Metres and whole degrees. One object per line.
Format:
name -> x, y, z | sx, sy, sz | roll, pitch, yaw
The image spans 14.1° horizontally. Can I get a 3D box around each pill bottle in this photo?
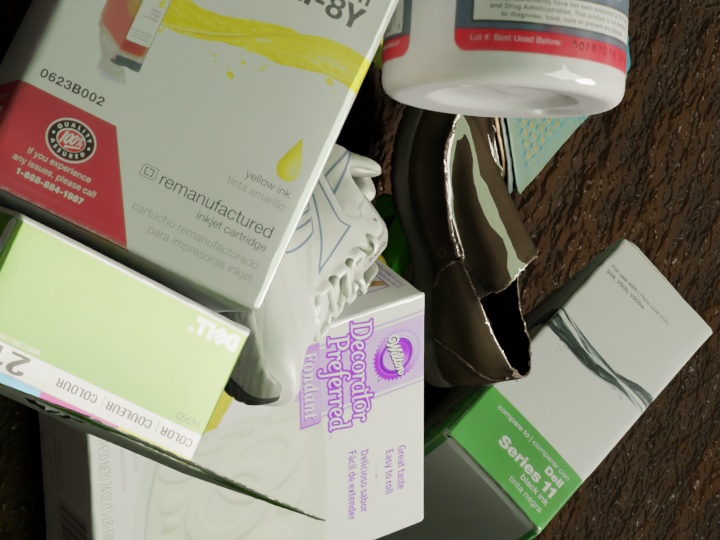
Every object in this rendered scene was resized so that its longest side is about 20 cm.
pill bottle -> 0.074, -0.181, 1.417 | 0.120, 0.120, 0.200 | 12, 80, -59

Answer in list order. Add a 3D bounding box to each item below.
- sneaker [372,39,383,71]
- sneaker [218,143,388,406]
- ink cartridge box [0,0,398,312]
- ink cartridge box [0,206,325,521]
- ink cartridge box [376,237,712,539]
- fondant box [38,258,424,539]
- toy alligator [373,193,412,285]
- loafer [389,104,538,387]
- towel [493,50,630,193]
sneaker -> -0.023, -0.149, 1.471 | 0.090, 0.078, 0.200 | -54, 140, -13
sneaker -> -0.029, -0.009, 1.436 | 0.200, 0.087, 0.075 | -86, -171, -48
ink cartridge box -> -0.077, -0.100, 1.323 | 0.145, 0.083, 0.200 | 26, 81, -14
ink cartridge box -> -0.110, 0.034, 1.270 | 0.148, 0.200, 0.076 | 29, 82, -41
ink cartridge box -> 0.098, 0.089, 1.716 | 0.200, 0.083, 0.147 | -45, -179, -36
fondant box -> -0.063, 0.088, 1.486 | 0.200, 0.058, 0.144 | -19, 125, -29
toy alligator -> 0.000, 0.000, 1.607 | 0.059, 0.054, 0.200 | 46, 59, -58
loafer -> 0.067, -0.023, 1.586 | 0.073, 0.071, 0.200 | -48, 140, -46
towel -> 0.112, -0.164, 1.720 | 0.147, 0.022, 0.200 | -46, 140, -37
